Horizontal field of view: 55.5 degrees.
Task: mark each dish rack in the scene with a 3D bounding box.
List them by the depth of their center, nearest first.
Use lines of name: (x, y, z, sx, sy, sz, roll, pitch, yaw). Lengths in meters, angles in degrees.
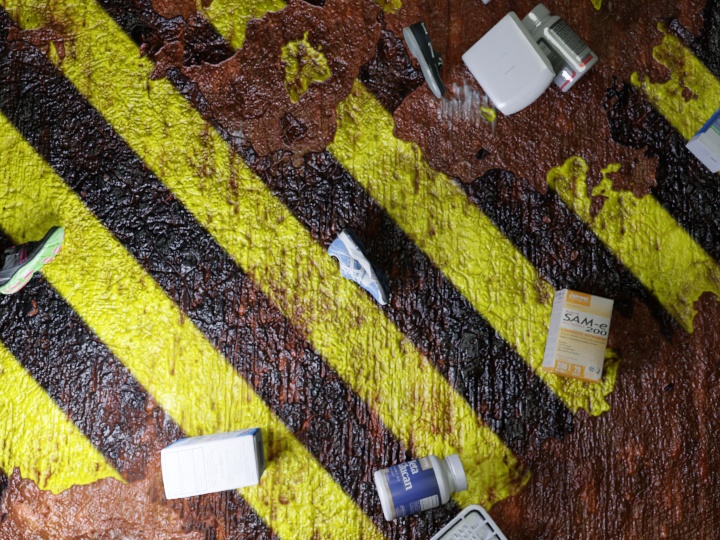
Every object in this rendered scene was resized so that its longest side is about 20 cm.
dish rack: (0.242, 0.659, 1.584, 0.199, 0.044, 0.172, -38, 88, -7)

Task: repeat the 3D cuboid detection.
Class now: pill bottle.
pill bottle: (0.138, 0.487, 1.562, 0.197, 0.111, 0.113, -15, 84, -6)
pill bottle: (0.483, -0.556, 1.705, 0.114, 0.114, 0.200, -42, 87, -7)

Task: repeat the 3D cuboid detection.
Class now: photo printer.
photo printer: (0.367, -0.498, 1.681, 0.166, 0.069, 0.201, -36, 86, 29)

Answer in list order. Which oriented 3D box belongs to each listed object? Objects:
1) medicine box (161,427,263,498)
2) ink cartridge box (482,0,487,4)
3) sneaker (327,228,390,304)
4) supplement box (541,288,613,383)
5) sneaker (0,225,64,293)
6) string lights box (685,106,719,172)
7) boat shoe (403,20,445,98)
medicine box: (-0.317, 0.418, 1.505, 0.196, 0.182, 0.105, -7, 83, -5)
ink cartridge box: (0.379, -0.781, 1.708, 0.199, 0.148, 0.086, -38, 86, -6)
sneaker: (0.000, 0.000, 1.639, 0.077, 0.076, 0.201, -36, 86, 15)
supplement box: (0.521, 0.157, 1.644, 0.124, 0.074, 0.204, 12, 82, -3)
sneaker: (-0.772, -0.037, 1.583, 0.200, 0.077, 0.084, -45, 92, -8)
string lights box: (0.937, -0.359, 1.739, 0.103, 0.059, 0.200, 44, 83, 2)
boat shoe: (0.173, -0.528, 1.702, 0.060, 0.076, 0.203, -25, 86, 0)
